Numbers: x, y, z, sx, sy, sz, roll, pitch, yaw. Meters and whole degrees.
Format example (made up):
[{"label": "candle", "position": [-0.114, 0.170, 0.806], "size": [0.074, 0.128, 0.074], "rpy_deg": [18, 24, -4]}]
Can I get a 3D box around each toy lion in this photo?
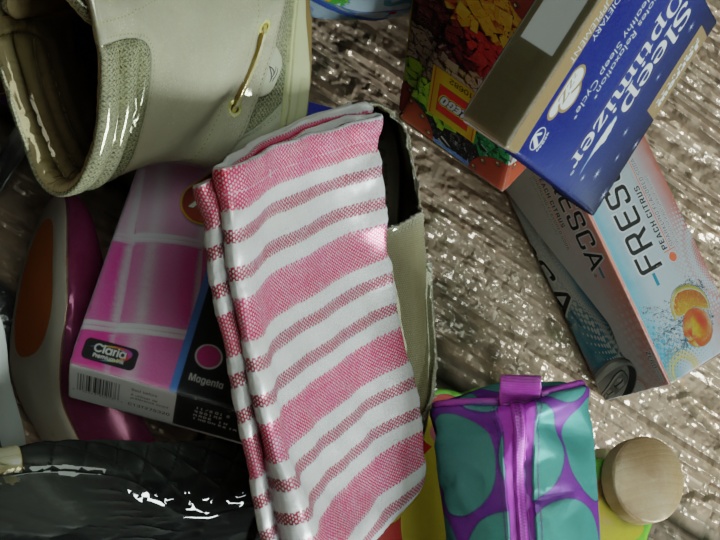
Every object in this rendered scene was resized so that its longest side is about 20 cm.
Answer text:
[{"label": "toy lion", "position": [0.080, 0.165, 0.842], "size": [0.189, 0.069, 0.203], "rpy_deg": [2, 77, -20]}]

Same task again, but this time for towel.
[{"label": "towel", "position": [-0.014, 0.036, 0.699], "size": [0.146, 0.030, 0.203], "rpy_deg": [-35, 117, -61]}]

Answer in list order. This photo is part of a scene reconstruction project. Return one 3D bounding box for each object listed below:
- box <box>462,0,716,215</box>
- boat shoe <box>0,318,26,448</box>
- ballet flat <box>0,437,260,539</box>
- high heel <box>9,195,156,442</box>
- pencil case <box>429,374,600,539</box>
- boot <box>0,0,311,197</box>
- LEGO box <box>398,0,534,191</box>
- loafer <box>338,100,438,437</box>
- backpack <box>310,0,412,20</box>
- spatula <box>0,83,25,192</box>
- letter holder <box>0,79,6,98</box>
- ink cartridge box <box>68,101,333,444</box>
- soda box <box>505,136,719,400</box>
[{"label": "box", "position": [0.121, -0.096, 0.765], "size": [0.032, 0.200, 0.122], "rpy_deg": [34, 95, 21]}, {"label": "boat shoe", "position": [-0.188, 0.046, 0.653], "size": [0.070, 0.201, 0.064], "rpy_deg": [22, 55, 21]}, {"label": "ballet flat", "position": [-0.094, 0.098, 0.709], "size": [0.198, 0.067, 0.057], "rpy_deg": [5, 40, -37]}, {"label": "high heel", "position": [-0.113, 0.065, 0.756], "size": [0.095, 0.067, 0.203], "rpy_deg": [4, 73, -34]}, {"label": "pencil case", "position": [0.082, 0.156, 0.768], "size": [0.084, 0.092, 0.203], "rpy_deg": [-5, 80, 4]}, {"label": "boot", "position": [-0.086, -0.138, 0.660], "size": [0.154, 0.071, 0.203], "rpy_deg": [-17, 110, -55]}, {"label": "LEGO box", "position": [0.113, -0.164, 0.811], "size": [0.077, 0.150, 0.200], "rpy_deg": [36, 62, 18]}, {"label": "loafer", "position": [0.000, 0.000, 0.816], "size": [0.075, 0.068, 0.203], "rpy_deg": [-4, 71, -7]}, {"label": "backpack", "position": [-0.003, -0.232, 0.830], "size": [0.161, 0.155, 0.201], "rpy_deg": [-8, 51, -28]}, {"label": "spatula", "position": [-0.182, -0.040, 0.767], "size": [0.056, 0.021, 0.201], "rpy_deg": [32, 67, -4]}, {"label": "letter holder", "position": [-0.165, -0.172, 0.769], "size": [0.198, 0.143, 0.101], "rpy_deg": [-15, 42, -26]}, {"label": "ink cartridge box", "position": [-0.065, -0.019, 0.743], "size": [0.093, 0.037, 0.202], "rpy_deg": [15, 54, -2]}, {"label": "soda box", "position": [0.138, -0.031, 0.910], "size": [0.063, 0.068, 0.202], "rpy_deg": [-25, 90, -28]}]
